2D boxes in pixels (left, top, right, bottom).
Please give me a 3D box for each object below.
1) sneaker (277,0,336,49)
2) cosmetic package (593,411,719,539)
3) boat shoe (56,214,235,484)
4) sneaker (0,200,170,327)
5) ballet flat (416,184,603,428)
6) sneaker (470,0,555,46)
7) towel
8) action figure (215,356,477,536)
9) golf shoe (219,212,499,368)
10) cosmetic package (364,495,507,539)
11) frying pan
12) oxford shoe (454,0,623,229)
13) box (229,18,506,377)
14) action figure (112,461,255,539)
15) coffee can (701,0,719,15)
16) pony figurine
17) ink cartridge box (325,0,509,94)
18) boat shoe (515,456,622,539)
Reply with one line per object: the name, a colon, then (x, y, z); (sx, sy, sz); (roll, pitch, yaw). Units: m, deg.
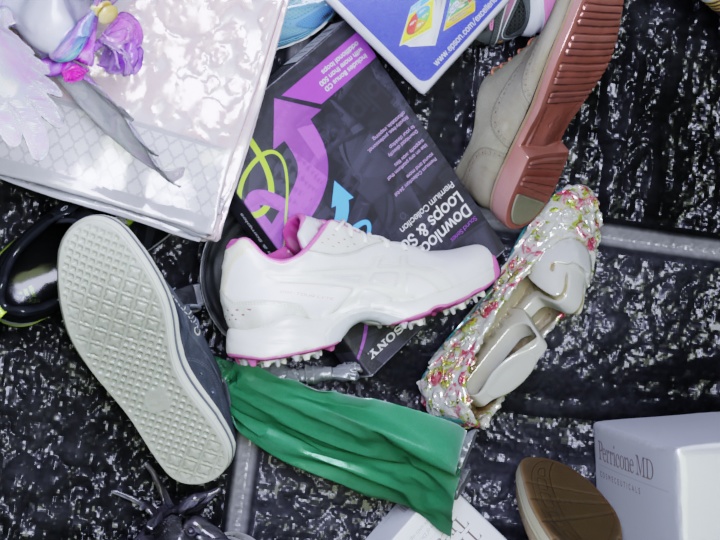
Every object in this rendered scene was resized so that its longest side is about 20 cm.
sneaker: (-0.106, -0.187, 1.220); (0.198, 0.090, 0.079); (0, 92, -12)
cosmetic package: (0.267, 0.207, 1.280); (0.165, 0.167, 0.202); (-3, 92, -12)
boat shoe: (-0.138, 0.047, 1.198); (0.074, 0.062, 0.201); (-19, 117, 14)
sneaker: (-0.169, -0.028, 1.216); (0.200, 0.083, 0.072); (-44, 101, -7)
ballet flat: (0.119, 0.032, 1.290); (0.076, 0.064, 0.201); (38, 86, -35)
sneaker: (0.072, -0.248, 1.263); (0.086, 0.080, 0.202); (-21, 96, -9)
towel: (-0.157, -0.134, 1.160); (0.198, 0.032, 0.193); (16, 94, -2)
action figure: (-0.021, 0.102, 1.243); (0.198, 0.119, 0.055); (20, 45, 13)
golf shoe: (0.000, 0.000, 1.197); (0.198, 0.075, 0.092); (-15, 92, -26)
cosmetic package: (0.039, 0.267, 1.292); (0.151, 0.052, 0.200); (44, 83, -13)
frying pan: (-0.085, 0.025, 1.261); (0.189, 0.031, 0.115); (-37, 100, -10)
oxford shoe: (0.117, -0.132, 1.255); (0.071, 0.074, 0.201); (1, 118, -53)
box: (-0.006, -0.048, 1.253); (0.143, 0.036, 0.201); (-42, 107, -21)
action figure: (-0.103, 0.228, 1.234); (0.118, 0.102, 0.201); (-35, 58, 18)
coffee can: (0.277, -0.248, 1.274); (0.199, 0.146, 0.147); (37, 85, -11)
pony figurine: (-0.184, -0.147, 1.083); (0.193, 0.166, 0.201); (36, 98, 33)
ink cartridge box: (0.037, -0.255, 1.199); (0.200, 0.047, 0.198); (43, 94, -17)
boat shoe: (0.147, 0.210, 1.259); (0.072, 0.201, 0.065); (7, 125, -27)
